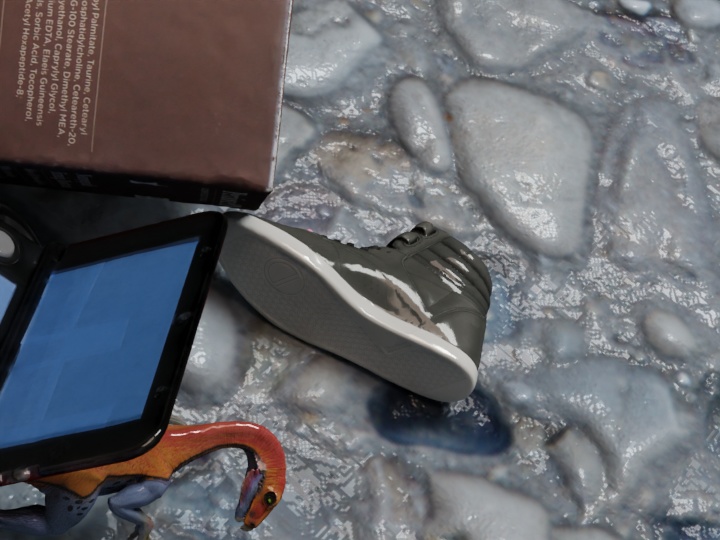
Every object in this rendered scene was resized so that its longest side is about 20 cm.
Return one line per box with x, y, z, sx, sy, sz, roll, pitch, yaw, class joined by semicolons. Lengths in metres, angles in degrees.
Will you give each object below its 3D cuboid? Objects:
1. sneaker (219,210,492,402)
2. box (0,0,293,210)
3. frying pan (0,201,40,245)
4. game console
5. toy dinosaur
0.000;0.000;1.132;0.199;0.071;0.099;30;49;-3;sneaker
-0.146;-0.131;1.030;0.198;0.166;0.166;6;87;-6;box
-0.240;-0.028;1.021;0.191;0.031;0.115;67;31;-18;frying pan
-0.182;0.011;0.875;0.172;0.119;0.201;36;33;-18;game console
-0.135;0.118;0.954;0.180;0.200;0.106;-14;77;4;toy dinosaur
